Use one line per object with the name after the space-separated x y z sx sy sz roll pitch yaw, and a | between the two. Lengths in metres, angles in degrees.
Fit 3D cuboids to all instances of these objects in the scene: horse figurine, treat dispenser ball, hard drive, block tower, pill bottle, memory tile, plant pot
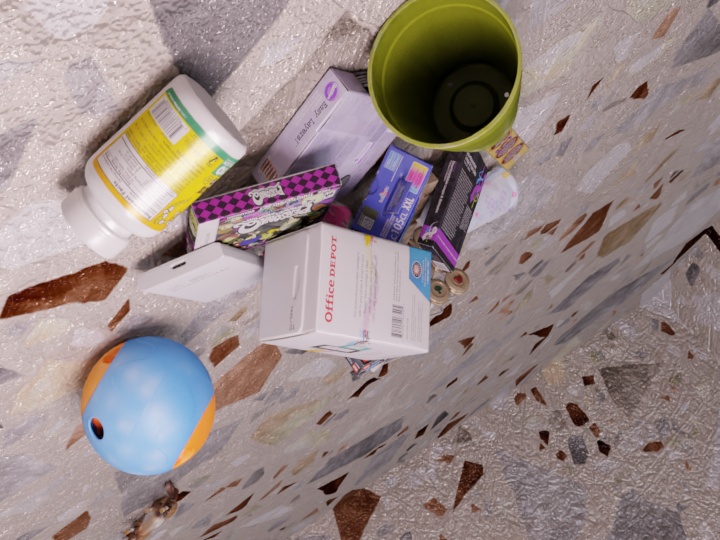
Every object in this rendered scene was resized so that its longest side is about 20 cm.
-0.454 0.539 2.086 0.200 0.050 0.132 -47 170 5 | horse figurine
-0.315 0.201 1.429 0.199 0.202 0.202 -32 158 -14 | treat dispenser ball
-0.213 0.006 1.359 0.130 0.027 0.200 -22 169 13 | hard drive
0.069 -0.100 1.639 0.057 0.054 0.201 -22 154 -32 | block tower
-0.231 -0.110 1.060 0.199 0.113 0.113 -41 159 6 | pill bottle
0.095 0.010 1.767 0.198 0.154 0.017 -28 163 -28 | memory tile
0.133 -0.241 1.274 0.200 0.201 0.193 -42 163 11 | plant pot

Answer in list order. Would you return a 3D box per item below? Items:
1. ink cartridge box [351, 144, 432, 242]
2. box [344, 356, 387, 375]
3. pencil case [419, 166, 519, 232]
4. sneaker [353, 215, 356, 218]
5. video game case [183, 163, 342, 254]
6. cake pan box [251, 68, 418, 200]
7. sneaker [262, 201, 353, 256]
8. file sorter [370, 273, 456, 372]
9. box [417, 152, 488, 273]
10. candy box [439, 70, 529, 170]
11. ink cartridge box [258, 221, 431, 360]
0.046 -0.101 1.436 0.200 0.075 0.138 67 49 -84 | ink cartridge box
-0.003 0.067 1.659 0.135 0.201 0.038 -23 158 -33 | box
0.200 -0.123 1.767 0.198 0.083 0.092 -25 114 -29 | pencil case
0.033 -0.017 1.627 0.080 0.202 0.074 -13 -153 26 | sneaker
-0.135 -0.072 1.287 0.197 0.036 0.181 -17 169 -18 | video game case
-0.030 -0.183 1.322 0.200 0.053 0.183 -49 158 27 | cake pan box
-0.070 -0.050 1.480 0.088 0.082 0.199 -25 173 -46 | sneaker
0.071 0.072 1.879 0.124 0.139 0.201 -11 147 -54 | file sorter
0.159 -0.114 1.632 0.203 0.036 0.143 -69 156 -10 | box
0.184 -0.233 1.469 0.056 0.117 0.199 -43 158 13 | candy box
-0.021 0.036 1.341 0.198 0.150 0.145 13 163 -36 | ink cartridge box
